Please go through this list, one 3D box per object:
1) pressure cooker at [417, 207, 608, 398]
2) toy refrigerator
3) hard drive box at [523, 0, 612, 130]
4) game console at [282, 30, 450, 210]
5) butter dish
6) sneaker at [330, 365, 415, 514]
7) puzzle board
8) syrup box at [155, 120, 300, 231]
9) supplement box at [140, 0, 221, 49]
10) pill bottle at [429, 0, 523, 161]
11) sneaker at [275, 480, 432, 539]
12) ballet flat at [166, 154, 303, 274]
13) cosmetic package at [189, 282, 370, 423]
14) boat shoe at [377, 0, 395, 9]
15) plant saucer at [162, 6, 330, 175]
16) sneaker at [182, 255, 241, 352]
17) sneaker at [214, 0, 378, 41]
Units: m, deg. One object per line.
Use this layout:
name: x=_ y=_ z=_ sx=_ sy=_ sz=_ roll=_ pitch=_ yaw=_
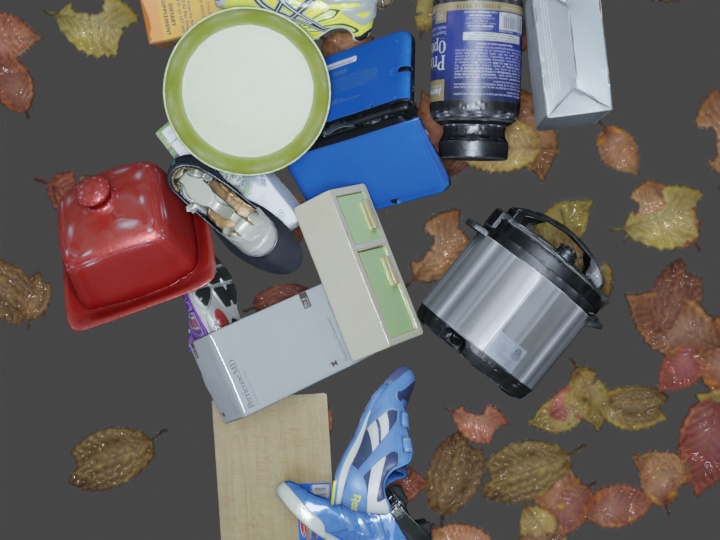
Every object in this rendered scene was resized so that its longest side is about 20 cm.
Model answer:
pressure cooker: x=0.190 y=0.032 z=1.499 sx=0.179 sy=0.176 sz=0.200 roll=40 pitch=93 yaw=36
toy refrigerator: x=0.000 y=0.000 z=1.518 sx=0.070 sy=0.076 sz=0.200 roll=-25 pitch=84 yaw=37
hard drive box: x=0.241 y=-0.252 z=1.475 sx=0.077 sy=0.200 sz=0.156 roll=-6 pitch=92 yaw=5
game console: x=0.003 y=-0.176 z=1.555 sx=0.200 sy=0.118 sz=0.171 roll=-13 pitch=60 yaw=30
butter dish: x=-0.296 y=-0.057 z=1.526 sx=0.200 sy=0.148 sz=0.200 roll=-20 pitch=50 yaw=7
sneaker: x=0.033 y=0.213 z=1.548 sx=0.082 sy=0.074 sz=0.200 roll=20 pitch=66 yaw=12
puzzle board: x=-0.111 y=0.261 z=1.620 sx=0.151 sy=0.017 sz=0.200 roll=-4 pitch=93 yaw=4
syrup box: x=-0.159 y=-0.119 z=1.575 sx=0.079 sy=0.081 sz=0.200 roll=-38 pitch=90 yaw=8
supplement box: x=-0.171 y=-0.331 z=1.576 sx=0.200 sy=0.069 sz=0.067 roll=-11 pitch=94 yaw=3
pill bottle: x=0.141 y=-0.236 z=1.529 sx=0.112 sy=0.112 sz=0.200 roll=2 pitch=92 yaw=5
sneaker: x=-0.001 y=0.301 z=1.575 sx=0.200 sy=0.077 sz=0.111 roll=37 pitch=82 yaw=3
ballet flat: x=-0.156 y=-0.065 z=1.504 sx=0.200 sy=0.073 sz=0.073 roll=41 pitch=95 yaw=2
cosmetic package: x=-0.095 y=0.095 z=1.532 sx=0.200 sy=0.081 sz=0.113 roll=-26 pitch=91 yaw=-31
boat shoe: x=0.021 y=-0.358 z=1.559 sx=0.200 sy=0.076 sz=0.072 roll=10 pitch=97 yaw=14
plant saucer: x=-0.136 y=-0.215 z=1.503 sx=0.200 sy=0.031 sz=0.200 roll=-1 pitch=100 yaw=-3
sneaker: x=-0.200 y=0.062 z=1.591 sx=0.083 sy=0.081 sz=0.200 roll=-30 pitch=77 yaw=35
sneaker: x=-0.079 y=-0.314 z=1.504 sx=0.200 sy=0.075 sz=0.076 roll=3 pitch=110 yaw=8
